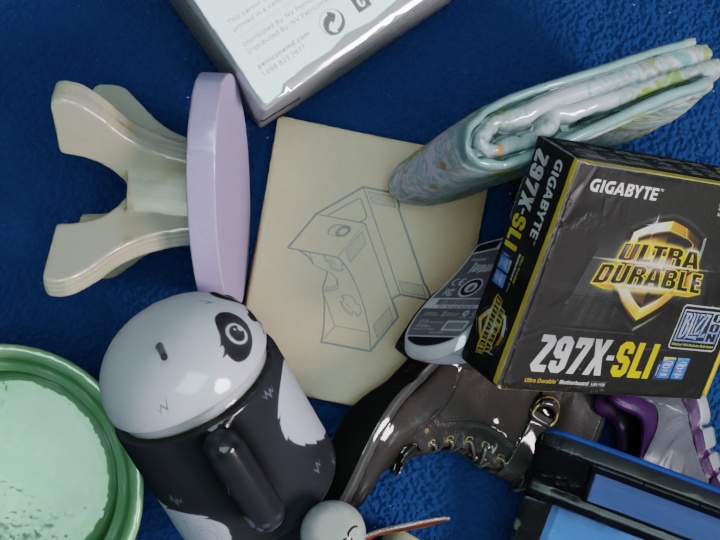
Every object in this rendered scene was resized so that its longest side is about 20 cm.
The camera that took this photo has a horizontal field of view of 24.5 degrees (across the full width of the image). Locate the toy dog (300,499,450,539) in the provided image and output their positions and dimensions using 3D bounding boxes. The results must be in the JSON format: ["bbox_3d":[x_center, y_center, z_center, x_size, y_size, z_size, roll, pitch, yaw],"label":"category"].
[{"bbox_3d":[0.022,0.221,1.137,0.096,0.200,0.132,23,94,24],"label":"toy dog"}]

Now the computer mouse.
[{"bbox_3d":[0.103,0.006,1.159,0.200,0.109,0.044,-48,120,-30],"label":"computer mouse"}]

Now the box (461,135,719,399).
[{"bbox_3d":[0.177,0.003,1.105,0.199,0.049,0.160,6,112,-37],"label":"box"}]

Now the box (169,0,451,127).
[{"bbox_3d":[-0.046,-0.240,1.172,0.199,0.131,0.200,-35,93,-4],"label":"box"}]

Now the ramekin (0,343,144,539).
[{"bbox_3d":[-0.250,0.150,1.168,0.199,0.098,0.201,0,89,-4],"label":"ramekin"}]

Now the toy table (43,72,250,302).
[{"bbox_3d":[-0.144,-0.052,1.144,0.117,0.184,0.201,4,129,4],"label":"toy table"}]

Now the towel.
[{"bbox_3d":[0.132,-0.096,1.149,0.199,0.171,0.048,-19,85,-17],"label":"towel"}]

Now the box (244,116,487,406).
[{"bbox_3d":[0.000,0.000,1.226,0.163,0.021,0.201,11,89,-6],"label":"box"}]

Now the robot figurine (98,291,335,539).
[{"bbox_3d":[-0.091,0.108,1.114,0.125,0.150,0.200,-50,125,-36],"label":"robot figurine"}]

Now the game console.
[{"bbox_3d":[0.195,0.209,1.125,0.199,0.171,0.119,19,73,11],"label":"game console"}]

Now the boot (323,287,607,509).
[{"bbox_3d":[0.084,0.127,1.195,0.174,0.069,0.200,38,78,-16],"label":"boot"}]

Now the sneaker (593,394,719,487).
[{"bbox_3d":[0.224,0.167,1.202,0.087,0.074,0.201,-11,72,-24],"label":"sneaker"}]
